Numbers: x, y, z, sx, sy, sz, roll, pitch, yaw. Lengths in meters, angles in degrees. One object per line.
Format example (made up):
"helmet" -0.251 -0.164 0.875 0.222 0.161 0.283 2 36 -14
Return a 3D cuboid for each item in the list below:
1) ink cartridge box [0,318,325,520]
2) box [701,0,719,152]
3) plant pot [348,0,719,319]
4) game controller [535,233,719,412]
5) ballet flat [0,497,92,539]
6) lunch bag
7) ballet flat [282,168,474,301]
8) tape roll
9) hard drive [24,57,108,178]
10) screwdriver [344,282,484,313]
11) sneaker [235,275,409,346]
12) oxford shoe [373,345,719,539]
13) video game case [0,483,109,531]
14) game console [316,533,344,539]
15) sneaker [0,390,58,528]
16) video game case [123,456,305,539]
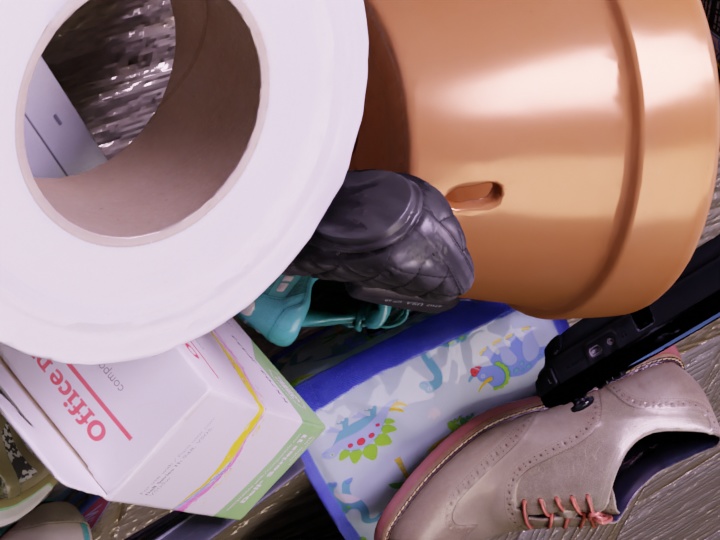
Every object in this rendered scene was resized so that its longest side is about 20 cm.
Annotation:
"ink cartridge box" -0.100 0.041 0.813 0.067 0.117 0.200 -44 162 5
"box" 0.173 -0.146 0.889 0.047 0.193 0.201 -38 152 -19
"plant pot" 0.052 -0.071 0.852 0.139 0.201 0.201 -7 138 -26
"game controller" 0.176 0.012 0.902 0.199 0.042 0.104 -34 161 35
"ballet flat" -0.190 0.193 0.869 0.200 0.070 0.069 -48 153 18
"lunch bag" 0.040 0.070 1.056 0.169 0.128 0.200 -28 161 -1
"ballet flat" -0.035 -0.019 0.790 0.067 0.199 0.057 -52 129 -19
"tape roll" -0.096 -0.070 0.682 0.201 0.071 0.204 -18 122 -31
"hard drive" -0.199 -0.011 0.747 0.200 0.027 0.132 -40 153 -8
"screwdriver" 0.084 0.009 0.945 0.198 0.028 0.029 2 126 -22
"sneaker" 0.000 0.000 0.978 0.199 0.080 0.078 -16 143 -47
"oxford shoe" 0.101 0.111 0.990 0.199 0.075 0.071 -32 144 -3
"video game case" -0.184 0.139 0.914 0.200 0.017 0.143 -35 166 -44
"game console" 0.001 0.177 1.295 0.200 0.115 0.177 62 46 -63
"sneaker" -0.183 0.057 0.765 0.199 0.077 0.089 -7 128 -55
"video game case" -0.135 0.161 0.961 0.199 0.019 0.143 -31 180 33
